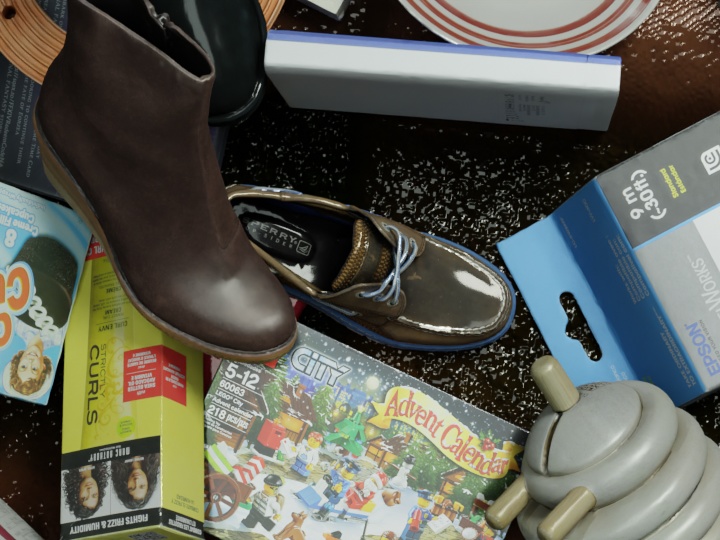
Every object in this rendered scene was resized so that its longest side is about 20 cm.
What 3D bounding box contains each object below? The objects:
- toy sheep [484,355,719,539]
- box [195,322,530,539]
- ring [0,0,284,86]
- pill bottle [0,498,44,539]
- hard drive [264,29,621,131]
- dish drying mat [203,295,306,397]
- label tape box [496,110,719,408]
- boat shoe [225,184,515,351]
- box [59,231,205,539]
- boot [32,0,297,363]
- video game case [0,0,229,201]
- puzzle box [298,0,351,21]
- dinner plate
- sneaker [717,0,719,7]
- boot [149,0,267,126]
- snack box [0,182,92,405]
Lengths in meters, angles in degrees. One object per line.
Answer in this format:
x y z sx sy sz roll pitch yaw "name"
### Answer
0.148 0.133 1.050 0.137 0.138 0.201 -30 115 1 "toy sheep"
-0.006 0.122 1.109 0.199 0.038 0.138 25 87 2 "box"
-0.136 -0.193 1.096 0.198 0.019 0.203 -1 78 3 "ring"
-0.219 0.205 1.091 0.200 0.110 0.110 42 89 7 "pill bottle"
0.050 -0.111 1.087 0.198 0.132 0.026 5 86 5 "hard drive"
-0.103 0.067 1.141 0.076 0.018 0.201 30 86 3 "dish drying mat"
0.200 -0.003 1.099 0.199 0.063 0.145 -28 82 1 "label tape box"
0.000 0.000 1.102 0.198 0.072 0.073 15 82 -3 "boat shoe"
-0.134 0.063 1.092 0.075 0.050 0.202 -11 66 24 "box"
-0.101 -0.051 1.006 0.200 0.167 0.072 41 56 10 "boot"
-0.176 -0.112 1.135 0.198 0.019 0.144 16 111 5 "video game case"
-0.069 -0.260 1.164 0.199 0.025 0.134 28 87 7 "puzzle box"
0.096 -0.213 1.126 0.198 0.024 0.202 3 69 -8 "dinner plate"
0.268 -0.176 1.113 0.080 0.076 0.201 -32 87 -10 "sneaker"
-0.103 -0.191 1.001 0.073 0.163 0.200 -11 79 2 "boot"
-0.245 -0.002 1.033 0.037 0.199 0.117 8 81 42 "snack box"
